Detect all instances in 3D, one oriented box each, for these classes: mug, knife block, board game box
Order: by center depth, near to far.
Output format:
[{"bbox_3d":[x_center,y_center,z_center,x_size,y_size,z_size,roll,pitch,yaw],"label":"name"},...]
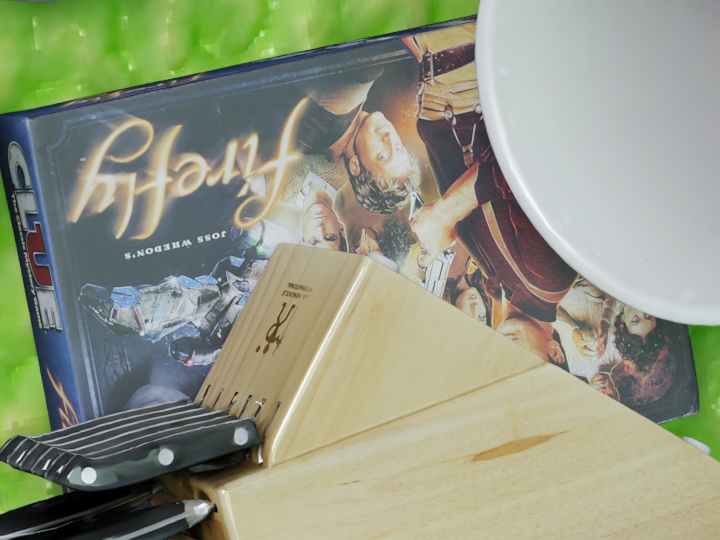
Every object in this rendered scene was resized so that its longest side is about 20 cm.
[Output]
[{"bbox_3d":[-0.012,0.090,0.830,0.200,0.064,0.176,30,82,-24],"label":"knife block"},{"bbox_3d":[0.138,-0.096,0.864,0.200,0.133,0.178,-23,93,-46],"label":"mug"},{"bbox_3d":[0.000,0.000,0.883,0.200,0.035,0.136,-14,100,-23],"label":"board game box"}]

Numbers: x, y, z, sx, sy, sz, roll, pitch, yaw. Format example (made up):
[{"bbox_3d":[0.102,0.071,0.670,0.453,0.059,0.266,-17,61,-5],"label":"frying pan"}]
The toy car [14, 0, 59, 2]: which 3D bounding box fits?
[{"bbox_3d":[-0.071,-0.177,0.774,0.200,0.150,0.175,-40,109,-17],"label":"toy car"}]
